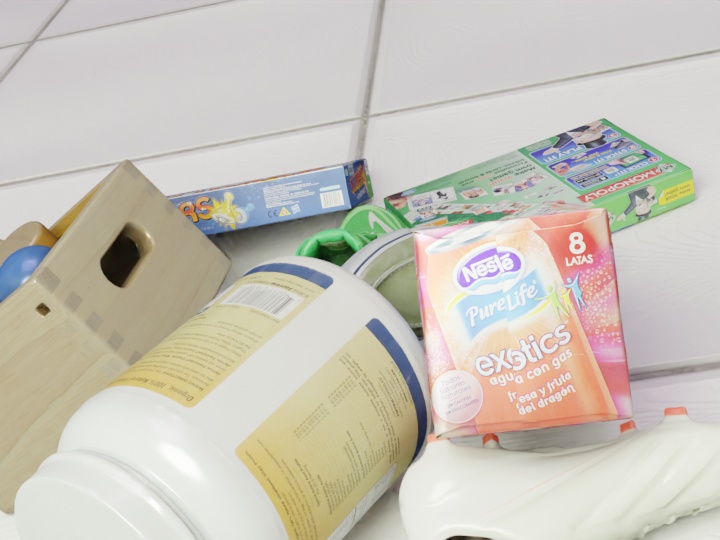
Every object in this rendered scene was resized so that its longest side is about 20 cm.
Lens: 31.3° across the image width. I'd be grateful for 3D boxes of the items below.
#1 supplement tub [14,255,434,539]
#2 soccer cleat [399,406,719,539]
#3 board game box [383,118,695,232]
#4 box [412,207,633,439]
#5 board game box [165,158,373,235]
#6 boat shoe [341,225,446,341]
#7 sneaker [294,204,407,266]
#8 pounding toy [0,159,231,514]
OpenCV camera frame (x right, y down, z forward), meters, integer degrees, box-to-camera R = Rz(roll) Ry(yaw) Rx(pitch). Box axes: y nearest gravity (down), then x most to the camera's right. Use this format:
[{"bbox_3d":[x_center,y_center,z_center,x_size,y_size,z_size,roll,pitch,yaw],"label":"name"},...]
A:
[{"bbox_3d":[-0.066,0.098,0.676,0.144,0.145,0.200,9,35,37],"label":"supplement tub"},{"bbox_3d":[0.119,0.119,0.649,0.199,0.069,0.078,-6,57,4],"label":"soccer cleat"},{"bbox_3d":[0.133,-0.055,0.984,0.199,0.029,0.135,-20,29,-11],"label":"board game box"},{"bbox_3d":[0.084,0.027,0.686,0.094,0.103,0.200,-7,-3,6],"label":"box"},{"bbox_3d":[-0.097,-0.053,1.035,0.199,0.035,0.135,-10,6,8],"label":"board game box"},{"bbox_3d":[0.071,0.000,0.831,0.199,0.072,0.062,-17,7,-33],"label":"boat shoe"},{"bbox_3d":[0.000,0.000,0.888,0.074,0.084,0.200,-8,28,13],"label":"sneaker"},{"bbox_3d":[-0.206,0.022,0.836,0.184,0.142,0.200,-36,18,28],"label":"pounding toy"}]
